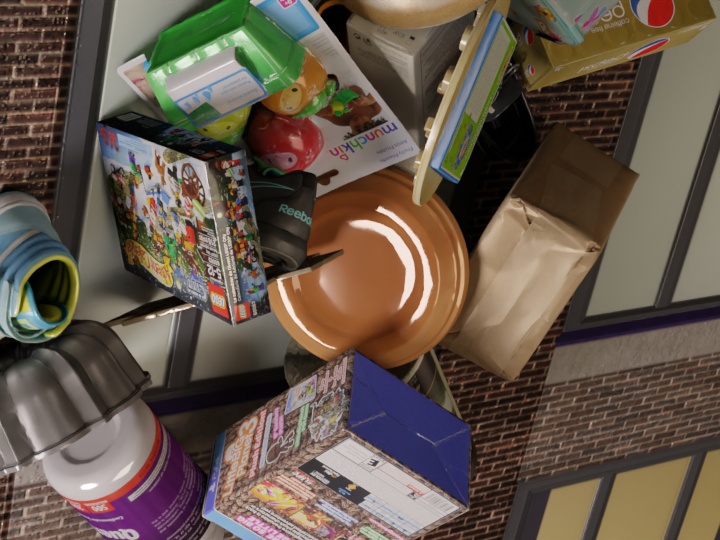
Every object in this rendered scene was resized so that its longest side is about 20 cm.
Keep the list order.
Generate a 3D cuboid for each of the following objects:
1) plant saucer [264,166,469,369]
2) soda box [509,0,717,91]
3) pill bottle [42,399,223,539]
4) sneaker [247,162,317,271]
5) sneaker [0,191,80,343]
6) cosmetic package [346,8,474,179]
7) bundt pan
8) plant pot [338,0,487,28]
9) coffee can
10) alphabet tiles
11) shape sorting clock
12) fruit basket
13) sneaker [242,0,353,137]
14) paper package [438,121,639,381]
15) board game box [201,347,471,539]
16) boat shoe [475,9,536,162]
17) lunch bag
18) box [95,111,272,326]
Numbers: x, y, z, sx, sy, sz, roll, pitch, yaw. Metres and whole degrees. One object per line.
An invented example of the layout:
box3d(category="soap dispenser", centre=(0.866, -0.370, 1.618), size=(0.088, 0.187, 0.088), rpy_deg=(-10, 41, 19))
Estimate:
box3d(category="plant saucer", centre=(0.000, 0.000, 1.553), size=(0.037, 0.200, 0.201), rpy_deg=(-44, 157, -69))
box3d(category="soda box", centre=(0.245, -0.240, 1.640), size=(0.199, 0.068, 0.064), rpy_deg=(-19, 172, -22))
box3d(category="pill bottle", centre=(-0.206, 0.207, 1.573), size=(0.112, 0.112, 0.200), rpy_deg=(-41, 135, -9))
box3d(category="sneaker", centre=(-0.093, -0.047, 1.421), size=(0.075, 0.200, 0.080), rpy_deg=(25, 80, -32))
box3d(category="sneaker", centre=(-0.309, 0.041, 1.366), size=(0.200, 0.131, 0.079), rpy_deg=(-53, 137, 4))
box3d(category="cosmetic package", centre=(0.048, -0.179, 1.486), size=(0.105, 0.071, 0.200), rpy_deg=(-53, 160, -23))
box3d(category="bundt pan", centre=(-0.281, 0.104, 1.403), size=(0.201, 0.202, 0.076), rpy_deg=(-30, 101, -19))
box3d(category="plant pot", centre=(0.046, -0.299, 1.375), size=(0.200, 0.200, 0.027), rpy_deg=(-54, 161, 5))
box3d(category="coffee can", centre=(0.022, 0.141, 1.688), size=(0.146, 0.146, 0.200), rpy_deg=(-37, 134, -13))
box3d(category="alphabet tiles", centre=(-0.119, 0.016, 1.467), size=(0.199, 0.166, 0.006), rpy_deg=(-15, 95, 17))
box3d(category="shape sorting clock", centre=(0.085, -0.150, 1.427), size=(0.200, 0.039, 0.201), rpy_deg=(23, 90, -79))
box3d(category="fruit basket", centre=(-0.078, -0.131, 1.407), size=(0.185, 0.094, 0.200), rpy_deg=(-20, 122, 27))
box3d(category="sneaker", centre=(-0.051, -0.179, 1.464), size=(0.078, 0.077, 0.201), rpy_deg=(-1, 120, -40))
box3d(category="paper package", centre=(0.169, -0.019, 1.635), size=(0.191, 0.103, 0.200), rpy_deg=(-60, 177, 33))
box3d(category="board game box", centre=(-0.021, 0.188, 1.563), size=(0.159, 0.097, 0.200), rpy_deg=(35, 129, -28))
box3d(category="boat shoe", centre=(0.122, -0.179, 1.614), size=(0.075, 0.062, 0.200), rpy_deg=(-39, 134, -9))
box3d(category="lunch bag", centre=(0.130, -0.287, 1.481), size=(0.077, 0.160, 0.200), rpy_deg=(-51, 131, -5))
box3d(category="box", centre=(-0.147, -0.046, 1.367), size=(0.038, 0.200, 0.137), rpy_deg=(-19, 113, -28))
